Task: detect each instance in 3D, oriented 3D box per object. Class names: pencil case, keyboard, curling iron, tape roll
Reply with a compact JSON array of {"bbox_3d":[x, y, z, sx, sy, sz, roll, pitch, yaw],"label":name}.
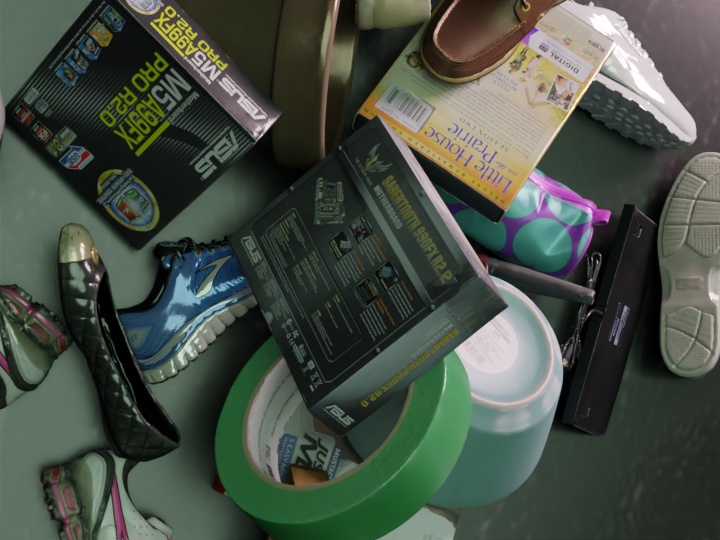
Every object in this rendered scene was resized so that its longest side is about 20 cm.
[{"bbox_3d":[0.108,-0.076,1.399,0.199,0.085,0.092,35,124,-10],"label":"pencil case"},{"bbox_3d":[0.209,0.040,1.423,0.127,0.020,0.202,28,77,-55],"label":"keyboard"},{"bbox_3d":[0.102,-0.006,1.384,0.199,0.050,0.026,22,65,12],"label":"curling iron"},{"bbox_3d":[-0.015,0.112,1.232,0.201,0.200,0.048,-49,133,-11],"label":"tape roll"}]

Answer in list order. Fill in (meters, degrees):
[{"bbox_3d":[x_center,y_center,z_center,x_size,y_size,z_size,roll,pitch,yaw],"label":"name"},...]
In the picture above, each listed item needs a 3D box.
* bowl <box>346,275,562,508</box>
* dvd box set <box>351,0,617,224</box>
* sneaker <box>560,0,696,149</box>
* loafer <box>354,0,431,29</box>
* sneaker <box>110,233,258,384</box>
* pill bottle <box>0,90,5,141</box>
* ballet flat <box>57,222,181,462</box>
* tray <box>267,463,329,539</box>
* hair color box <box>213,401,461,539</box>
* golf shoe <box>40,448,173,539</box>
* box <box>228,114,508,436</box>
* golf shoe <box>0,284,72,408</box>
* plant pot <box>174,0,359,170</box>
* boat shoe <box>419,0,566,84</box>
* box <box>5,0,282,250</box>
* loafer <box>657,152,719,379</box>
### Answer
[{"bbox_3d":[0.086,0.082,1.338,0.199,0.105,0.202,11,59,-18],"label":"bowl"},{"bbox_3d":[0.104,-0.153,1.350,0.146,0.029,0.201,33,63,4],"label":"dvd box set"},{"bbox_3d":[0.223,-0.181,1.444,0.199,0.076,0.081,35,71,-12],"label":"sneaker"},{"bbox_3d":[0.050,-0.270,1.371,0.068,0.076,0.201,16,56,6],"label":"loafer"},{"bbox_3d":[-0.121,-0.001,1.345,0.200,0.078,0.089,-42,100,-12],"label":"sneaker"},{"bbox_3d":[-0.323,-0.114,1.236,0.108,0.200,0.110,0,88,-13],"label":"pill bottle"},{"bbox_3d":[-0.192,0.055,1.294,0.056,0.067,0.202,-13,105,15],"label":"ballet flat"},{"bbox_3d":[-0.062,0.267,1.301,0.037,0.099,0.202,12,108,-13],"label":"tray"},{"bbox_3d":[-0.011,0.163,1.373,0.198,0.064,0.112,19,83,-14],"label":"hair color box"},{"bbox_3d":[-0.187,0.242,1.321,0.091,0.073,0.202,-19,92,-15],"label":"golf shoe"},{"bbox_3d":[0.000,0.000,1.224,0.158,0.201,0.048,-38,136,9],"label":"box"},{"bbox_3d":[-0.327,0.023,1.287,0.200,0.073,0.092,41,81,-9],"label":"golf shoe"},{"bbox_3d":[-0.095,-0.191,1.318,0.173,0.200,0.202,10,85,5],"label":"plant pot"},{"bbox_3d":[0.123,-0.229,1.334,0.072,0.068,0.200,43,64,10],"label":"boat shoe"},{"bbox_3d":[-0.175,-0.122,1.278,0.160,0.200,0.044,46,48,-8],"label":"box"},{"bbox_3d":[0.302,-0.002,1.468,0.071,0.063,0.202,6,82,19],"label":"loafer"}]
